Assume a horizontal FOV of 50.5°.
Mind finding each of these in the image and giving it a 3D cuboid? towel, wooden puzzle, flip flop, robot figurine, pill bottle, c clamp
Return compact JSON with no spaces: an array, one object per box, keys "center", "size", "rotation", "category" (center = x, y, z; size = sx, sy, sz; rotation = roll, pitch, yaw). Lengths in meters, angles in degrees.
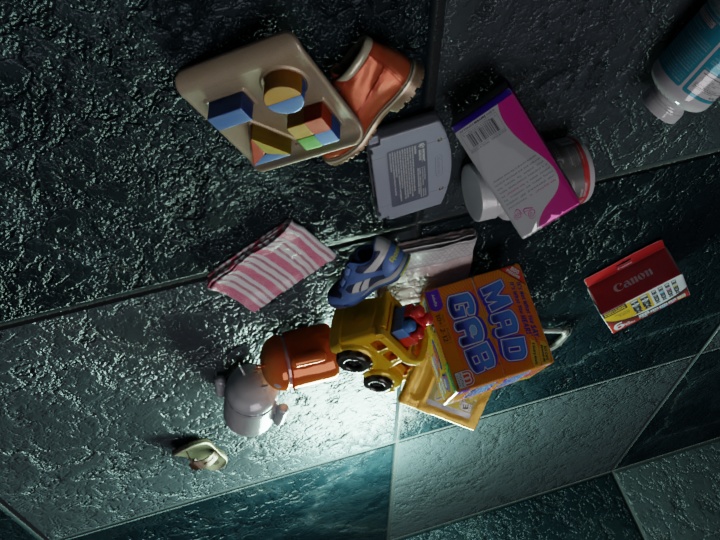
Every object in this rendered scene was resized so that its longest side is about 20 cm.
[{"center":[0.125,0.002,1.485],"size":[0.197,0.033,0.192],"rotation":[-12,146,-10],"category":"towel"},{"center":[-0.116,-0.202,0.995],"size":[0.183,0.047,0.200],"rotation":[-12,146,24],"category":"wooden puzzle"},{"center":[-0.380,0.456,1.840],"size":[0.080,0.058,0.201],"rotation":[-24,147,6],"category":"flip flop"},{"center":[-0.154,-0.002,1.333],"size":[0.199,0.030,0.146],"rotation":[-33,145,18],"category":"towel"},{"center":[-0.115,0.174,1.526],"size":[0.197,0.144,0.118],"rotation":[-11,125,-13],"category":"robot figurine"},{"center":[0.522,-0.321,1.160],"size":[0.109,0.112,0.201],"rotation":[4,140,-32],"category":"pill bottle"},{"center":[0.276,-0.148,1.273],"size":[0.197,0.115,0.115],"rotation":[-14,147,-10],"category":"pill bottle"},{"center":[0.447,0.162,1.884],"size":[0.198,0.027,0.171],"rotation":[8,137,-35],"category":"c clamp"},{"center":[-0.230,0.273,1.606],"size":[0.167,0.114,0.201],"rotation":[20,141,3],"category":"robot figurine"}]

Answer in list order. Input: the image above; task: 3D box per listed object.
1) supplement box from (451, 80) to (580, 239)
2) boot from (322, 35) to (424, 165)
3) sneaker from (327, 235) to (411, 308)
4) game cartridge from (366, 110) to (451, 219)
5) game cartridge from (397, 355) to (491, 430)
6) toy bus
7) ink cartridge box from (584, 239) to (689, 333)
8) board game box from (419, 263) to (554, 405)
[{"center":[0.231,-0.166,1.141],"size":[0.100,0.104,0.201],"rotation":[-31,102,18],"category":"supplement box"},{"center":[-0.015,-0.233,1.052],"size":[0.106,0.076,0.200],"rotation":[23,129,-30],"category":"boot"},{"center":[0.000,0.000,1.380],"size":[0.082,0.075,0.199],"rotation":[39,129,-22],"category":"sneaker"},{"center":[0.079,-0.166,1.218],"size":[0.131,0.042,0.201],"rotation":[-21,147,-7],"category":"game cartridge"},{"center":[0.206,0.252,1.741],"size":[0.197,0.032,0.179],"rotation":[21,96,-15],"category":"game cartridge"},{"center":[0.066,0.133,1.477],"size":[0.190,0.137,0.200],"rotation":[-19,133,32],"category":"toy bus"},{"center":[0.634,0.039,1.755],"size":[0.198,0.085,0.175],"rotation":[-31,145,17],"category":"ink cartridge box"},{"center":[0.239,0.133,1.531],"size":[0.197,0.203,0.200],"rotation":[-16,165,-6],"category":"board game box"}]
